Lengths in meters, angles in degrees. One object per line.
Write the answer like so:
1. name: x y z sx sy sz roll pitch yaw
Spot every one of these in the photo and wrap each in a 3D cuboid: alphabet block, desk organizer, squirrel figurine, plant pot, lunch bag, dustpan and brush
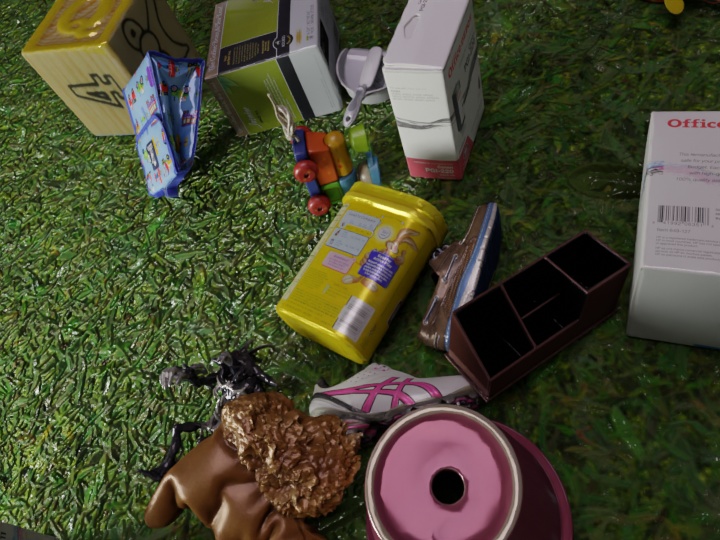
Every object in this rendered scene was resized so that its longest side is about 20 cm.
1. alphabet block: -0.436 -0.385 1.102 0.193 0.201 0.198 1 58 20
2. desk organizer: 0.189 0.043 0.648 0.198 0.078 0.072 -29 52 -19
3. squirrel figurine: -0.081 0.229 0.595 0.186 0.141 0.202 41 111 28
4. plant pot: 0.087 0.212 0.544 0.196 0.180 0.203 -10 55 14
5. lunch bag: -0.306 -0.215 0.967 0.150 0.093 0.204 -14 81 54
6. dustpan and brush: 0.011 -0.295 0.967 0.137 0.057 0.203 10 67 17

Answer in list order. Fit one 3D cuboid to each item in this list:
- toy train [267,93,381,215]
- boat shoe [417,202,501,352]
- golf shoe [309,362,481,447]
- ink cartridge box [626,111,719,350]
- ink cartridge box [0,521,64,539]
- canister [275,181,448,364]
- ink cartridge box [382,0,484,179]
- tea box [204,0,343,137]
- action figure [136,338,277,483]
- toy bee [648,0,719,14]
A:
1. toy train: -0.040 -0.172 0.826 0.114 0.201 0.086 -14 54 4
2. boat shoe: 0.119 0.001 0.735 0.071 0.073 0.202 9 62 26
3. golf shoe: 0.033 0.137 0.676 0.197 0.073 0.093 -14 55 11
4. ink cartridge box: 0.365 -0.042 0.628 0.145 0.145 0.203 7 61 23
5. ink cartridge box: -0.393 0.328 0.626 0.066 0.201 0.119 -15 54 9
6. canister: 0.000 0.000 0.767 0.147 0.087 0.202 20 69 35
7. ink cartridge box: 0.105 -0.243 0.817 0.083 0.201 0.147 8 61 24
8. tea box: -0.140 -0.362 1.023 0.193 0.134 0.203 -10 55 12
9. action figure: -0.175 0.160 0.720 0.117 0.102 0.202 13 67 28
10. toy bee: 0.485 -0.412 0.866 0.131 0.109 0.200 -41 29 1
